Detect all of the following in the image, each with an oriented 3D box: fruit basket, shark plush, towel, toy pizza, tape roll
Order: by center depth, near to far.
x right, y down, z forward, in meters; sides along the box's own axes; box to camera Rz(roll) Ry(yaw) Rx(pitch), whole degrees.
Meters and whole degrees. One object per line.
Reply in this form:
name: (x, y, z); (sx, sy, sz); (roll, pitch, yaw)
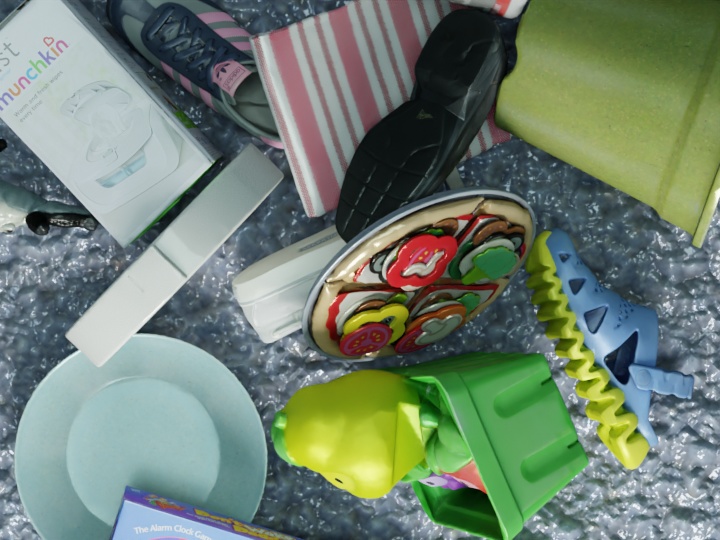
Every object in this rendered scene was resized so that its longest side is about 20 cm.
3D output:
tape roll: (-0.138, -0.012, 1.548); (0.037, 0.203, 0.203); (44, 92, -5)
fruit basket: (0.042, 0.134, 1.575); (0.215, 0.216, 0.156); (-23, 95, 0)
toy pizza: (0.049, 0.012, 1.579); (0.200, 0.200, 0.032); (-30, 60, 1)
towel: (0.017, -0.139, 1.600); (0.199, 0.030, 0.147); (-22, 100, -26)
shark plush: (-0.301, -0.076, 1.621); (0.199, 0.091, 0.084); (14, 64, 2)

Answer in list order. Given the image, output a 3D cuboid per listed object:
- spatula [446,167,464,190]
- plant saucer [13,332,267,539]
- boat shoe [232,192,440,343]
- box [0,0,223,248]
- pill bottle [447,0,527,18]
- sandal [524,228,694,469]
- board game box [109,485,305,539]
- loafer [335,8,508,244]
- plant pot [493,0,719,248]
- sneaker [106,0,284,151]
spatula: (0.066, -0.091, 1.650); (0.056, 0.021, 0.201); (-23, 94, 2)
plant saucer: (-0.173, 0.148, 1.652); (0.200, 0.039, 0.202); (0, 95, -2)
boat shoe: (0.000, 0.000, 1.630); (0.199, 0.072, 0.069); (-24, 106, 2)
box: (-0.194, -0.118, 1.551); (0.097, 0.200, 0.177); (-44, 95, 2)
pill bottle: (0.038, -0.269, 1.554); (0.199, 0.114, 0.115); (16, 94, -3)
sandal: (0.198, 0.052, 1.642); (0.087, 0.079, 0.201); (-29, 102, -5)
board game box: (-0.109, 0.264, 1.623); (0.199, 0.045, 0.135); (18, 96, -6)
loafer: (0.054, -0.096, 1.566); (0.073, 0.072, 0.200); (32, 86, 32)
plant pot: (0.207, -0.142, 1.579); (0.183, 0.200, 0.201); (21, 93, 9)
sneaker: (-0.111, -0.164, 1.608); (0.199, 0.082, 0.070); (33, 94, -4)
